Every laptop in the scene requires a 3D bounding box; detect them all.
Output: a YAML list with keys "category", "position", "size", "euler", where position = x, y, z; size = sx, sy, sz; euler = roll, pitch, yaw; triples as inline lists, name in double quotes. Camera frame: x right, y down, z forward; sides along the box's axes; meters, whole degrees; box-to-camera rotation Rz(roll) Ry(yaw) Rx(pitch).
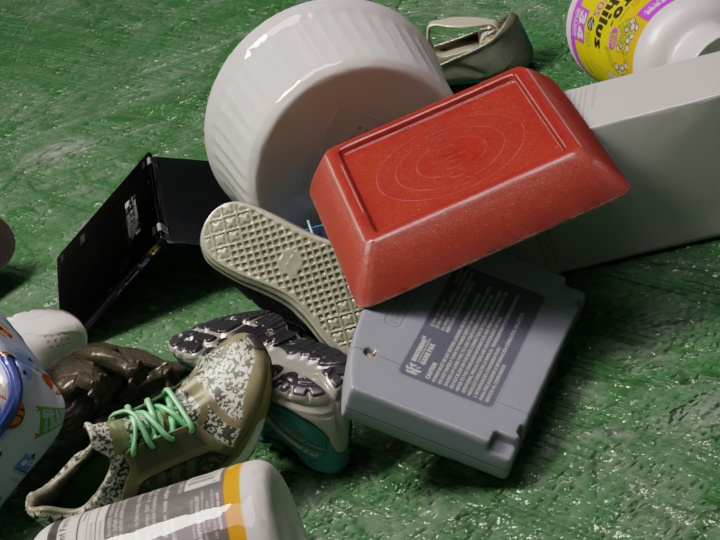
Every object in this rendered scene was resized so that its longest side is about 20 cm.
- category: "laptop"
  position: [-0.147, -0.013, 1.920]
  size: [0.200, 0.116, 0.188]
  euler: [-47, 22, 12]

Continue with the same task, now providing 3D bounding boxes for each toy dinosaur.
- category: "toy dinosaur"
  position: [-0.199, 0.084, 1.692]
  size: [0.102, 0.077, 0.200]
  euler: [11, 43, 38]

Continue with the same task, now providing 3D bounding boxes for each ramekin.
- category: "ramekin"
  position: [-0.014, -0.100, 1.778]
  size: [0.199, 0.202, 0.098]
  euler: [-24, 32, -6]

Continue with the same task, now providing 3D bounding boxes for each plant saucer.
- category: "plant saucer"
  position: [0.065, -0.069, 1.593]
  size: [0.199, 0.037, 0.200]
  euler: [-24, 28, 0]

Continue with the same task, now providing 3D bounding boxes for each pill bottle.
- category: "pill bottle"
  position: [0.247, -0.177, 1.829]
  size: [0.104, 0.105, 0.200]
  euler: [-26, 26, -10]
- category: "pill bottle"
  position: [-0.131, 0.194, 1.376]
  size: [0.198, 0.117, 0.117]
  euler: [-18, 25, 7]

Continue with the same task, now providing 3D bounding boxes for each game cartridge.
- category: "game cartridge"
  position: [0.064, 0.051, 1.531]
  size: [0.132, 0.042, 0.200]
  euler: [18, 36, 11]

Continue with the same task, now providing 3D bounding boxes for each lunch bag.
- category: "lunch bag"
  position: [-0.308, 0.097, 1.638]
  size: [0.160, 0.075, 0.200]
  euler: [-49, 53, 7]

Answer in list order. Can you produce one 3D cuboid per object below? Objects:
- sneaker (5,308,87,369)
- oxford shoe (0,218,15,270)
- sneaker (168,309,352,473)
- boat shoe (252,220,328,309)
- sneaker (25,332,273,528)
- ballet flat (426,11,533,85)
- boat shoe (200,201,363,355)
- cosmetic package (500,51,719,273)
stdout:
- category: "sneaker"
  position: [-0.279, 0.106, 1.736]
  size: [0.200, 0.075, 0.087]
  euler: [-40, 42, -22]
- category: "oxford shoe"
  position: [-0.383, 0.030, 1.974]
  size: [0.200, 0.072, 0.071]
  euler: [-36, 1, -28]
- category: "sneaker"
  position: [-0.070, 0.083, 1.588]
  size: [0.077, 0.080, 0.200]
  euler: [-21, 27, -25]
- category: "boat shoe"
  position: [0.000, 0.000, 1.692]
  size: [0.199, 0.085, 0.069]
  euler: [-11, 15, 26]
- category: "sneaker"
  position: [-0.139, 0.114, 1.503]
  size: [0.200, 0.089, 0.077]
  euler: [-46, 53, 3]
- category: "ballet flat"
  position: [0.055, -0.188, 2.046]
  size: [0.198, 0.064, 0.068]
  euler: [-13, 26, 17]
- category: "boat shoe"
  position: [-0.024, 0.017, 1.635]
  size: [0.199, 0.062, 0.075]
  euler: [30, 81, 16]
- category: "cosmetic package"
  position: [0.187, -0.074, 1.667]
  size: [0.198, 0.114, 0.081]
  euler: [-13, 27, 14]
